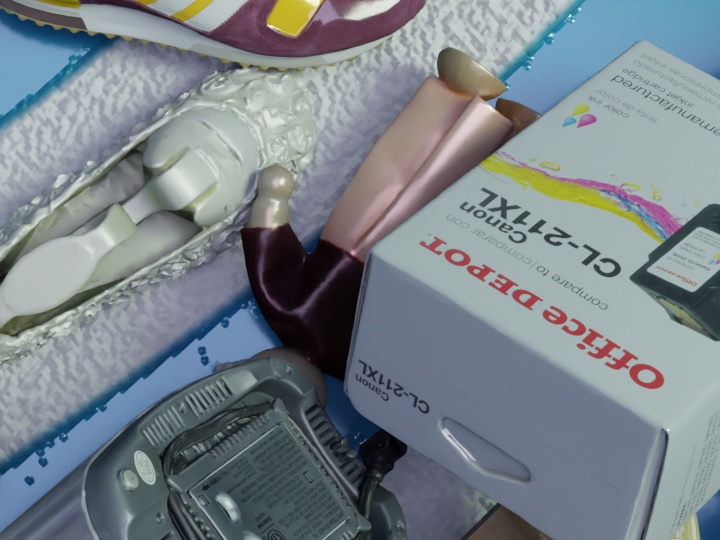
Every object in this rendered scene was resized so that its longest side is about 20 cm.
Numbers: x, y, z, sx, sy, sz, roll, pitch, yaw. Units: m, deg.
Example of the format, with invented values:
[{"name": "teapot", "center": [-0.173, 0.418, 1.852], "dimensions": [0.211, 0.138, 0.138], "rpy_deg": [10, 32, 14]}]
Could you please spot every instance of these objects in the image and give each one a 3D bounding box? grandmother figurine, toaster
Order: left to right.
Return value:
[{"name": "toaster", "center": [-0.074, 0.118, 1.039], "dimensions": [0.129, 0.200, 0.114], "rpy_deg": [-36, 90, 30]}, {"name": "grandmother figurine", "center": [0.000, 0.000, 1.141], "dimensions": [0.121, 0.061, 0.200], "rpy_deg": [36, 85, -10]}]

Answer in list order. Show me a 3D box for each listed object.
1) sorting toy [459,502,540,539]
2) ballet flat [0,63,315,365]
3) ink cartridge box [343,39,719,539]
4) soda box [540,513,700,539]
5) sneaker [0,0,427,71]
[{"name": "sorting toy", "center": [0.065, 0.228, 1.101], "dimensions": [0.200, 0.070, 0.199], "rpy_deg": [49, 58, 0]}, {"name": "ballet flat", "center": [-0.097, -0.020, 1.132], "dimensions": [0.200, 0.072, 0.072], "rpy_deg": [-36, 90, -7]}, {"name": "ink cartridge box", "center": [0.111, 0.009, 1.069], "dimensions": [0.146, 0.083, 0.200], "rpy_deg": [31, 45, 23]}, {"name": "soda box", "center": [0.111, 0.193, 1.045], "dimensions": [0.064, 0.068, 0.201], "rpy_deg": [-5, 69, 8]}, {"name": "sneaker", "center": [-0.066, -0.141, 1.121], "dimensions": [0.199, 0.090, 0.075], "rpy_deg": [3, 59, -5]}]
